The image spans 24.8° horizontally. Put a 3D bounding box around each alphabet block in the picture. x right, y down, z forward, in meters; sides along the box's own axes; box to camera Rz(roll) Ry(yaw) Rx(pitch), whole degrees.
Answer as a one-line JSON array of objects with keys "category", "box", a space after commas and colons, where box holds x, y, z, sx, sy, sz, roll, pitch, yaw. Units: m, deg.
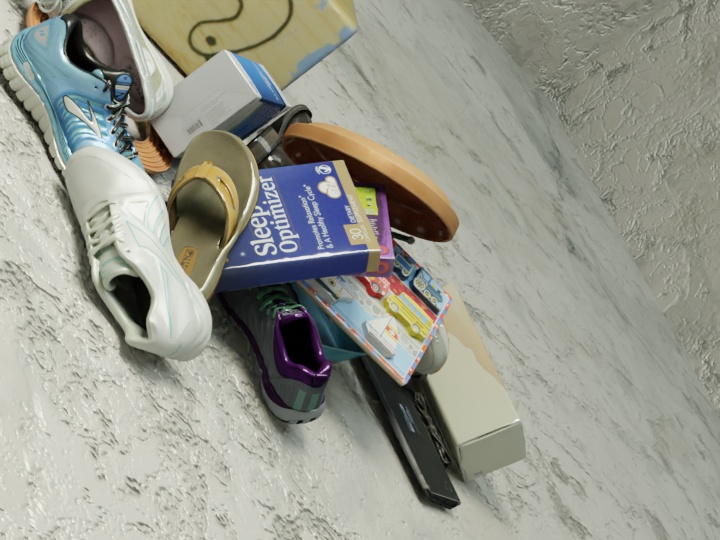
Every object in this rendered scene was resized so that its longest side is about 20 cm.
[{"category": "alphabet block", "box": [-0.140, -0.327, 1.884, 0.200, 0.195, 0.197, 45, 16, -27]}]

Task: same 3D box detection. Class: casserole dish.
[{"category": "casserole dish", "box": [-0.059, 0.039, 1.649, 0.121, 0.039, 0.200, 61, 17, 19]}]

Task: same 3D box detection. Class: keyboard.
[{"category": "keyboard", "box": [0.055, 0.167, 1.754, 0.127, 0.021, 0.201, 29, 31, -56]}]

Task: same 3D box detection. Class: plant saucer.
[{"category": "plant saucer", "box": [0.012, -0.093, 1.651, 0.200, 0.032, 0.200, 28, -10, 6]}]

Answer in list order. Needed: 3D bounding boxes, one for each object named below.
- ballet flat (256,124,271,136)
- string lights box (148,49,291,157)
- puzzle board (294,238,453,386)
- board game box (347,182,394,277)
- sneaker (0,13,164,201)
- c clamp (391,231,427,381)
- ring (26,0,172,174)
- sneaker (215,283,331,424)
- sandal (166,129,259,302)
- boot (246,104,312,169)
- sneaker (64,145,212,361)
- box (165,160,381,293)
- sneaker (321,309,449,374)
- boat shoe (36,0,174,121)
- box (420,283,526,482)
[{"category": "ballet flat", "box": [-0.054, -0.095, 1.872, 0.201, 0.071, 0.069, 63, 10, 24]}, {"category": "string lights box", "box": [-0.141, -0.163, 1.659, 0.059, 0.103, 0.200, 55, 7, 2]}, {"category": "puzzle board", "box": [0.000, 0.000, 1.602, 0.200, 0.017, 0.151, 44, 38, -9]}, {"category": "board game box", "box": [-0.072, -0.043, 1.528, 0.120, 0.199, 0.032, -96, -168, -55]}, {"category": "sneaker", "box": [-0.227, -0.132, 1.410, 0.200, 0.090, 0.078, 57, 16, -2]}, {"category": "c clamp", "box": [0.041, 0.037, 1.768, 0.171, 0.027, 0.201, -141, -147, -65]}, {"category": "ring", "box": [-0.250, -0.172, 1.559, 0.201, 0.019, 0.201, 50, 16, -19]}, {"category": "sneaker", "box": [-0.072, 0.036, 1.489, 0.074, 0.088, 0.201, -13, 61, -28]}, {"category": "sandal", "box": [-0.139, -0.050, 1.412, 0.054, 0.080, 0.201, 82, 20, -50]}, {"category": "boot", "box": [-0.054, -0.083, 1.785, 0.174, 0.069, 0.200, 50, 25, -6]}, {"category": "sneaker", "box": [-0.190, -0.019, 1.329, 0.201, 0.070, 0.080, 60, 19, 16]}, {"category": "box", "box": [-0.093, -0.039, 1.471, 0.032, 0.199, 0.121, 99, -24, -47]}, {"category": "sneaker", "box": [0.003, 0.038, 1.649, 0.200, 0.076, 0.092, 47, 38, -5]}, {"category": "boat shoe", "box": [-0.246, -0.228, 1.524, 0.203, 0.074, 0.065, 60, 11, -6]}, {"category": "box", "box": [0.111, 0.126, 1.847, 0.095, 0.077, 0.201, 75, -8, -56]}]
